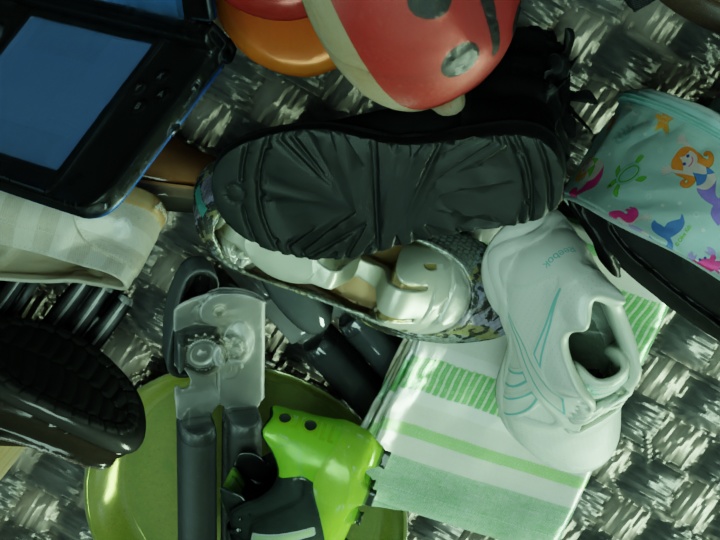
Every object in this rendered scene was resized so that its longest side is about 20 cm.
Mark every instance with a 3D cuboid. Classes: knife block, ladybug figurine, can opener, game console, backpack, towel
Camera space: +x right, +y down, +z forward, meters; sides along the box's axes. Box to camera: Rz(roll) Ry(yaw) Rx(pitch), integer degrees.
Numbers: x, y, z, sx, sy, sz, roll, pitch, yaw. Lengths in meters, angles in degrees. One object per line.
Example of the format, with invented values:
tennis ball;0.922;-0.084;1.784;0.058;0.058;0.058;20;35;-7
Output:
knife block;-0.207;0.075;1.501;0.174;0.064;0.201;-5;114;7
ladybug figurine;0.028;-0.167;1.239;0.072;0.136;0.201;9;128;43
can opener;-0.009;0.048;1.477;0.052;0.067;0.200;-34;113;20
game console;-0.170;-0.141;1.317;0.171;0.199;0.118;-54;131;-17
backpack;0.213;-0.027;1.362;0.199;0.178;0.151;27;92;-4
can opener;-0.085;0.085;1.469;0.053;0.067;0.201;-7;126;-14
towel;0.089;0.061;1.466;0.152;0.023;0.201;17;108;-22

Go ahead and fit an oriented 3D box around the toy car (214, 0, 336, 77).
toy car;-0.039;-0.197;1.314;0.174;0.150;0.201;-6;114;8

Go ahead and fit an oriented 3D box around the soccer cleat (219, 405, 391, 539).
soccer cleat;-0.046;0.149;1.452;0.081;0.068;0.201;23;133;0

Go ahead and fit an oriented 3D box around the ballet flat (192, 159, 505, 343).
ballet flat;0.000;0.000;1.380;0.199;0.072;0.072;21;115;-7

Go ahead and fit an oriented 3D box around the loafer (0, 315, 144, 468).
loafer;-0.217;0.065;1.423;0.199;0.073;0.072;22;122;0

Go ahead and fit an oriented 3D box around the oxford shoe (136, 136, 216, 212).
oxford shoe;-0.133;-0.073;1.430;0.198;0.071;0.072;13;82;-10

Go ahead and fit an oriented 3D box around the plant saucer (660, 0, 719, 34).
plant saucer;0.227;-0.212;1.353;0.198;0.032;0.202;2;115;5

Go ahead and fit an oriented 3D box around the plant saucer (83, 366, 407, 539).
plant saucer;-0.068;0.138;1.531;0.198;0.031;0.201;4;117;8

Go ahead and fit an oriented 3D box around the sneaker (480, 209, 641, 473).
sneaker;0.117;0.057;1.395;0.070;0.080;0.201;-33;140;-14

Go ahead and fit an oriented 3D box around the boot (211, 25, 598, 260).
boot;0.027;-0.076;1.359;0.197;0.163;0.074;-5;116;8

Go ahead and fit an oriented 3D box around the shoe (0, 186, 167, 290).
shoe;-0.205;-0.023;1.403;0.198;0.054;0.070;4;160;21

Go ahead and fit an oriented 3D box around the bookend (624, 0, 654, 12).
bookend;0.104;-0.271;1.273;0.092;0.200;0.200;-31;138;17
